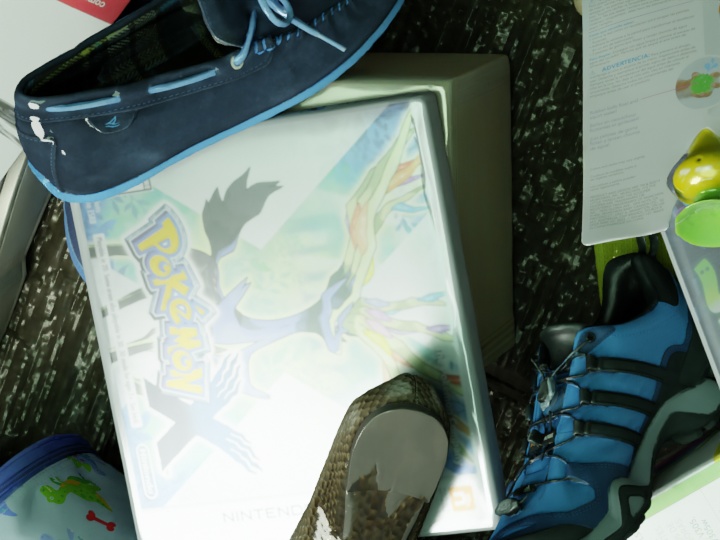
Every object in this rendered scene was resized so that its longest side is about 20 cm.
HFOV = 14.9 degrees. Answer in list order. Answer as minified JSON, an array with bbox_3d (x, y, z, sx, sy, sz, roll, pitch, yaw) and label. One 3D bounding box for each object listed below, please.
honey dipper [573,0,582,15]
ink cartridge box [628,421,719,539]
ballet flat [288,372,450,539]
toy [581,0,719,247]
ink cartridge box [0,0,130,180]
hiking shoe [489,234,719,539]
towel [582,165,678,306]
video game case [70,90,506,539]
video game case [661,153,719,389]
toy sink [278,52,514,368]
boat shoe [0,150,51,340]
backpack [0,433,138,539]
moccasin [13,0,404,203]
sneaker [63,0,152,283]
[{"bbox_3d":[0.181,-0.075,1.287,0.200,0.038,0.038,35,110,12],"label":"honey dipper"},{"bbox_3d":[0.135,0.132,1.306,0.200,0.104,0.059,-34,89,22],"label":"ink cartridge box"},{"bbox_3d":[-0.008,0.127,1.248,0.067,0.046,0.201,12,121,-14],"label":"ballet flat"},{"bbox_3d":[0.159,-0.094,1.241,0.115,0.201,0.047,-12,139,21],"label":"toy"},{"bbox_3d":[-0.199,-0.131,1.338,0.200,0.083,0.147,-52,40,20],"label":"ink cartridge box"},{"bbox_3d":[0.096,0.070,1.247,0.074,0.200,0.087,-26,105,46],"label":"hiking shoe"},{"bbox_3d":[0.198,-0.009,1.274,0.199,0.018,0.087,5,115,29],"label":"towel"},{"bbox_3d":[-0.035,0.029,1.266,0.181,0.022,0.201,-8,98,20],"label":"video game case"},{"bbox_3d":[0.238,-0.010,1.203,0.199,0.023,0.183,-27,63,19],"label":"video game case"},{"bbox_3d":[0.000,0.000,1.320,0.130,0.112,0.201,1,101,19],"label":"toy sink"},{"bbox_3d":[-0.195,-0.038,1.399,0.062,0.073,0.201,24,112,9],"label":"boat shoe"},{"bbox_3d":[-0.190,0.172,1.382,0.147,0.183,0.200,42,99,10],"label":"backpack"},{"bbox_3d":[-0.063,-0.103,1.230,0.200,0.068,0.080,-37,47,-13],"label":"moccasin"},{"bbox_3d":[-0.111,-0.078,1.357,0.074,0.082,0.201,17,107,12],"label":"sneaker"}]
